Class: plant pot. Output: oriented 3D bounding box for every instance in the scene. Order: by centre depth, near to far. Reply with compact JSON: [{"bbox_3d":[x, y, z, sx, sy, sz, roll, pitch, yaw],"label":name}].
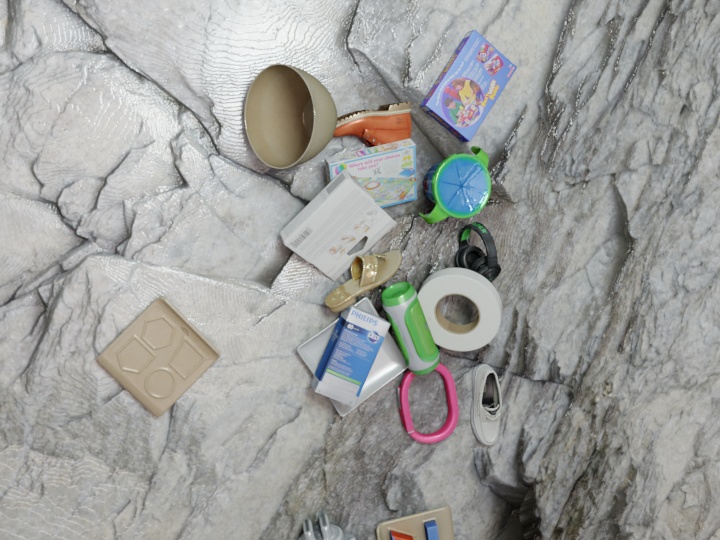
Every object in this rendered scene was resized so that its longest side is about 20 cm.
[{"bbox_3d":[-0.123,-0.313,1.519,0.133,0.198,0.205,-12,104,-50],"label":"plant pot"}]

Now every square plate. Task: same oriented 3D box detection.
[{"bbox_3d":[-0.017,0.196,1.689,0.199,0.028,0.200,-35,106,-8],"label":"square plate"}]

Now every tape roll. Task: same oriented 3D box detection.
[{"bbox_3d":[0.220,0.090,1.677,0.199,0.037,0.206,9,122,14],"label":"tape roll"}]

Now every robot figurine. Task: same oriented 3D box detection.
[{"bbox_3d":[-0.080,0.666,1.695,0.166,0.113,0.204,-15,102,-2],"label":"robot figurine"}]

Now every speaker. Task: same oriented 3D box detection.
[{"bbox_3d":[0.113,0.131,1.663,0.087,0.088,0.203,-26,112,-10],"label":"speaker"}]

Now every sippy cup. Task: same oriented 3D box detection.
[{"bbox_3d":[0.203,-0.189,1.640,0.175,0.130,0.142,-16,103,-12],"label":"sippy cup"}]

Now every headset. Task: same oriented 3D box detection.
[{"bbox_3d":[0.280,-0.014,1.700,0.092,0.123,0.204,-14,119,-21],"label":"headset"}]

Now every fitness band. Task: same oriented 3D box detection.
[{"bbox_3d":[0.160,0.310,1.750,0.141,0.037,0.204,-14,102,-13],"label":"fitness band"}]

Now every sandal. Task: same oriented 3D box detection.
[{"bbox_3d":[0.003,0.002,1.622,0.211,0.077,0.070,-38,130,-15],"label":"sandal"}]

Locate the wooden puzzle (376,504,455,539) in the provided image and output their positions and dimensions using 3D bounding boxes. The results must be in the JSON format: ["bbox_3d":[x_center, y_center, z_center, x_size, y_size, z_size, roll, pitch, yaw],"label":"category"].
[{"bbox_3d":[0.144,0.682,1.795,0.196,0.046,0.189,-12,101,-14],"label":"wooden puzzle"}]

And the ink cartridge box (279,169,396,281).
[{"bbox_3d":[-0.047,-0.093,1.602,0.200,0.045,0.176,-42,132,11],"label":"ink cartridge box"}]

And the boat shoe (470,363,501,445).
[{"bbox_3d":[0.309,0.328,1.778,0.070,0.066,0.204,-3,99,-15],"label":"boat shoe"}]

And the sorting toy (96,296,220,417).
[{"bbox_3d":[-0.426,0.182,1.573,0.200,0.036,0.185,-43,106,-1],"label":"sorting toy"}]

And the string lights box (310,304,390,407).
[{"bbox_3d":[-0.023,0.186,1.640,0.101,0.059,0.203,24,91,-17],"label":"string lights box"}]

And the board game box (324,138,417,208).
[{"bbox_3d":[0.026,-0.198,1.612,0.196,0.034,0.136,-14,127,-14],"label":"board game box"}]

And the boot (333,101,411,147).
[{"bbox_3d":[0.023,-0.298,1.607,0.196,0.075,0.109,-12,106,-15],"label":"boot"}]

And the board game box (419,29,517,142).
[{"bbox_3d":[0.242,-0.412,1.663,0.134,0.045,0.202,34,88,-17],"label":"board game box"}]
